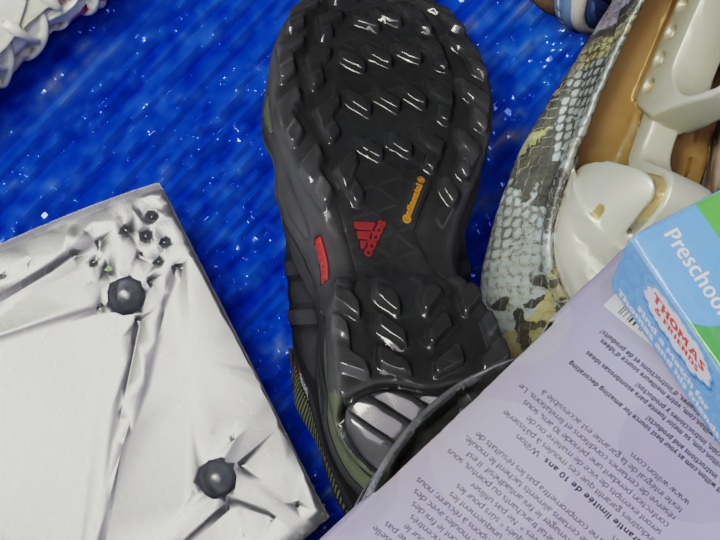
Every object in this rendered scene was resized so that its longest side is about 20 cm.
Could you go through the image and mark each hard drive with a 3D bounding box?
[{"bbox_3d":[-0.124,0.073,0.855,0.199,0.042,0.136,-28,82,-2],"label":"hard drive"}]

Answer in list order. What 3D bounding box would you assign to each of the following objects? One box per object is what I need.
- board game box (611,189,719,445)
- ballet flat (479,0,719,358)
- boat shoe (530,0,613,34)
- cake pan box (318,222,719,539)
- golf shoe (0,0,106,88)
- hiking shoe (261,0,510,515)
[{"bbox_3d":[0.192,0.013,0.720,0.199,0.037,0.152,-27,69,-16],"label":"board game box"},{"bbox_3d":[0.095,-0.044,0.842,0.072,0.072,0.202,23,89,4],"label":"ballet flat"},{"bbox_3d":[0.078,-0.178,0.881,0.072,0.072,0.202,14,85,21],"label":"boat shoe"},{"bbox_3d":[0.087,0.105,0.708,0.200,0.052,0.184,40,55,11],"label":"cake pan box"},{"bbox_3d":[-0.118,-0.096,0.866,0.091,0.075,0.201,17,83,0],"label":"golf shoe"},{"bbox_3d":[0.000,0.000,0.845,0.075,0.101,0.201,6,53,-12],"label":"hiking shoe"}]
